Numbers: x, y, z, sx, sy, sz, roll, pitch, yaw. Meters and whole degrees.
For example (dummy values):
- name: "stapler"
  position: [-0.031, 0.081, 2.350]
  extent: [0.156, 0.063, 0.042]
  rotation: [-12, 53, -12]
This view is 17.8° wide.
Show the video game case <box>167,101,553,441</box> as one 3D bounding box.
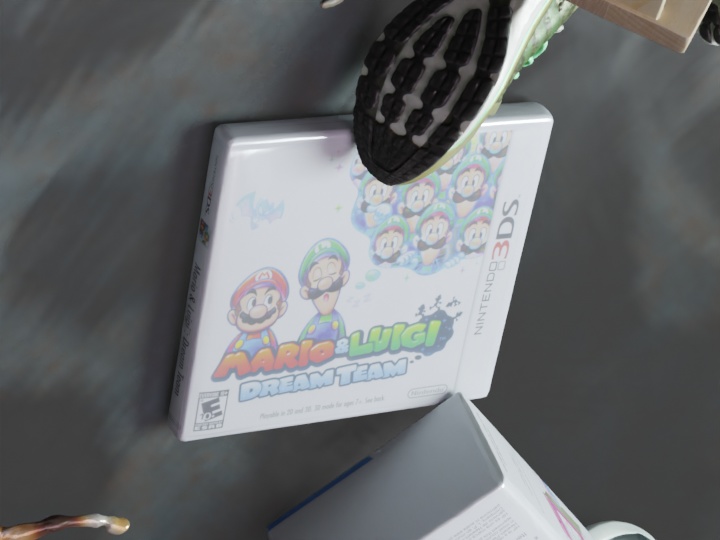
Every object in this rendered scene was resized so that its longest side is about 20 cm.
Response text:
- name: "video game case"
  position: [0.000, 0.000, 1.232]
  extent: [0.199, 0.024, 0.183]
  rotation: [-6, 123, -29]

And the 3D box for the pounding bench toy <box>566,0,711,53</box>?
- name: "pounding bench toy"
  position: [0.147, -0.239, 1.052]
  extent: [0.201, 0.124, 0.156]
  rotation: [-60, 172, -29]

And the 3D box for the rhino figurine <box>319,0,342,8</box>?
- name: "rhino figurine"
  position: [0.016, -0.216, 1.067]
  extent: [0.087, 0.060, 0.201]
  rotation: [4, 115, -42]

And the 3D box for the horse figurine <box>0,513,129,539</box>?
- name: "horse figurine"
  position: [-0.209, 0.169, 1.191]
  extent: [0.132, 0.050, 0.201]
  rotation: [14, 119, -25]

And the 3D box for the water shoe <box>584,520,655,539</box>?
- name: "water shoe"
  position: [0.195, 0.228, 1.478]
  extent: [0.072, 0.079, 0.200]
  rotation: [-46, 133, 3]

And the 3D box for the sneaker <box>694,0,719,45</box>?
- name: "sneaker"
  position: [0.240, -0.213, 1.216]
  extent: [0.089, 0.079, 0.201]
  rotation: [-6, 132, -38]

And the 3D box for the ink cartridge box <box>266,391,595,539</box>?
- name: "ink cartridge box"
  position: [0.061, 0.187, 1.339]
  extent: [0.144, 0.085, 0.200]
  rotation: [-35, 130, 8]

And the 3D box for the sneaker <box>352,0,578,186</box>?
- name: "sneaker"
  position: [0.076, -0.121, 1.165]
  extent: [0.200, 0.077, 0.089]
  rotation: [-54, 148, 5]
